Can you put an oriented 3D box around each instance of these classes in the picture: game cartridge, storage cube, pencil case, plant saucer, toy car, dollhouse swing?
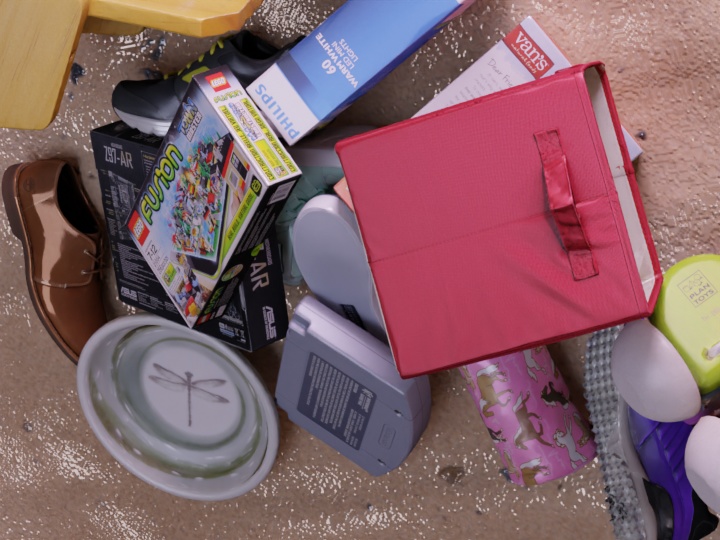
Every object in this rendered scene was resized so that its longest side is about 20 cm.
[{"bbox_3d":[-0.006,0.103,1.721,0.132,0.042,0.200,29,155,6],"label":"game cartridge"},{"bbox_3d":[0.101,-0.039,1.445,0.178,0.200,0.172,-15,94,14],"label":"storage cube"},{"bbox_3d":[0.119,0.072,1.656,0.082,0.087,0.201,-27,99,1],"label":"pencil case"},{"bbox_3d":[-0.156,0.113,1.848,0.198,0.050,0.202,13,126,18],"label":"plant saucer"},{"bbox_3d":[0.289,0.085,1.538,0.201,0.174,0.150,52,170,15],"label":"toy car"},{"bbox_3d":[-0.175,-0.187,1.638,0.175,0.200,0.183,25,124,4],"label":"dollhouse swing"}]

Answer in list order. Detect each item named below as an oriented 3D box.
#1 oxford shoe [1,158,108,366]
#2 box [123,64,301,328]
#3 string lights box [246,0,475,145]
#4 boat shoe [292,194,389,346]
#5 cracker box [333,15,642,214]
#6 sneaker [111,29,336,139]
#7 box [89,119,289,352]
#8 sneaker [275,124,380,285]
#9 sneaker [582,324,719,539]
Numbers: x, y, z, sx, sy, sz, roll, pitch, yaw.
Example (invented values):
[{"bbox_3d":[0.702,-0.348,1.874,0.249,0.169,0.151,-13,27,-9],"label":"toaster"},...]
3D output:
[{"bbox_3d":[-0.257,-0.004,1.849,0.071,0.071,0.202,-11,106,28],"label":"oxford shoe"},{"bbox_3d":[-0.119,-0.054,1.613,0.110,0.035,0.200,54,143,18],"label":"box"},{"bbox_3d":[0.016,-0.183,1.557,0.200,0.103,0.059,-38,92,23],"label":"string lights box"},{"bbox_3d":[0.000,0.000,1.666,0.073,0.066,0.201,10,143,24],"label":"boat shoe"},{"bbox_3d":[0.097,-0.078,1.567,0.200,0.058,0.134,-40,90,9],"label":"cracker box"},{"bbox_3d":[-0.113,-0.157,1.699,0.198,0.074,0.085,2,108,19],"label":"sneaker"},{"bbox_3d":[-0.145,-0.033,1.728,0.199,0.043,0.162,16,121,49],"label":"box"},{"bbox_3d":[-0.035,-0.051,1.693,0.199,0.074,0.119,-5,104,42],"label":"sneaker"},{"bbox_3d":[0.238,0.122,1.628,0.070,0.099,0.202,154,109,-72],"label":"sneaker"}]
